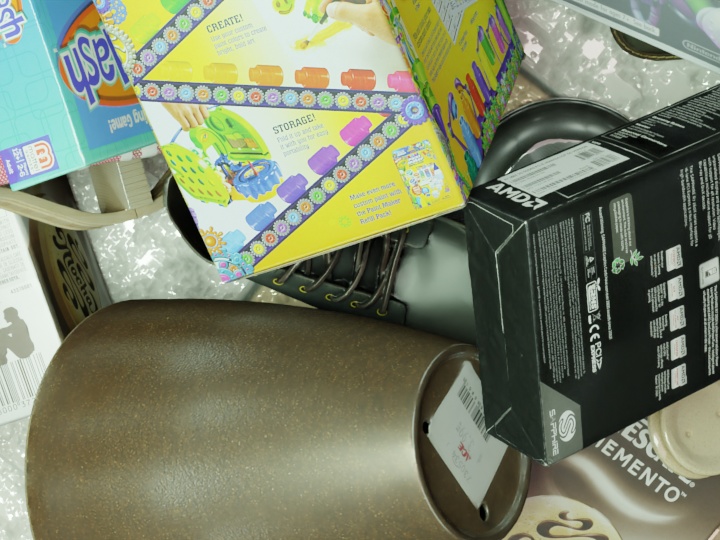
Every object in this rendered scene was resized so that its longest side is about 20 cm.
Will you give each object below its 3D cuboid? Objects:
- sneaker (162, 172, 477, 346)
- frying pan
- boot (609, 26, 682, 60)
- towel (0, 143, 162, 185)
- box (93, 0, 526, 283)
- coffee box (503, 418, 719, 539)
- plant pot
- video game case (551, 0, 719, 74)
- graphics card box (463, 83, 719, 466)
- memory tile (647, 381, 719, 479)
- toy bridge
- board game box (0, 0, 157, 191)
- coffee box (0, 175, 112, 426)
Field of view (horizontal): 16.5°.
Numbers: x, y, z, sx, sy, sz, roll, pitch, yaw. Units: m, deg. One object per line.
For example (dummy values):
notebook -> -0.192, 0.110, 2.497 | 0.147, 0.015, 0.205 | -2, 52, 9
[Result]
sneaker -> 0.000, 0.000, 1.217 | 0.199, 0.106, 0.075 | 17, 93, 25
frying pan -> 0.070, -0.043, 1.281 | 0.189, 0.031, 0.116 | 18, 99, -1
boot -> 0.215, -0.156, 1.215 | 0.199, 0.097, 0.075 | -24, 97, 8
towel -> -0.129, -0.123, 1.200 | 0.030, 0.199, 0.147 | -14, 91, 51
box -> -0.025, -0.134, 1.127 | 0.121, 0.200, 0.194 | -17, 109, 19
coffee box -> 0.094, 0.135, 1.262 | 0.113, 0.080, 0.200 | 36, 100, -11
plant pot -> -0.025, 0.092, 1.184 | 0.199, 0.187, 0.188 | -11, 99, 37
video game case -> 0.121, -0.177, 1.162 | 0.199, 0.182, 0.023 | 27, 62, 22
graphics card box -> 0.141, -0.006, 1.133 | 0.199, 0.051, 0.126 | -25, 122, -30
memory tile -> 0.188, -0.005, 1.225 | 0.200, 0.017, 0.154 | -37, 94, -28
toy bridge -> -0.123, -0.057, 1.226 | 0.027, 0.199, 0.068 | -11, 95, 48
board game box -> -0.134, -0.148, 1.118 | 0.045, 0.152, 0.201 | -16, 96, 27
coffee box -> -0.196, -0.028, 1.260 | 0.079, 0.113, 0.201 | -18, 96, 10
